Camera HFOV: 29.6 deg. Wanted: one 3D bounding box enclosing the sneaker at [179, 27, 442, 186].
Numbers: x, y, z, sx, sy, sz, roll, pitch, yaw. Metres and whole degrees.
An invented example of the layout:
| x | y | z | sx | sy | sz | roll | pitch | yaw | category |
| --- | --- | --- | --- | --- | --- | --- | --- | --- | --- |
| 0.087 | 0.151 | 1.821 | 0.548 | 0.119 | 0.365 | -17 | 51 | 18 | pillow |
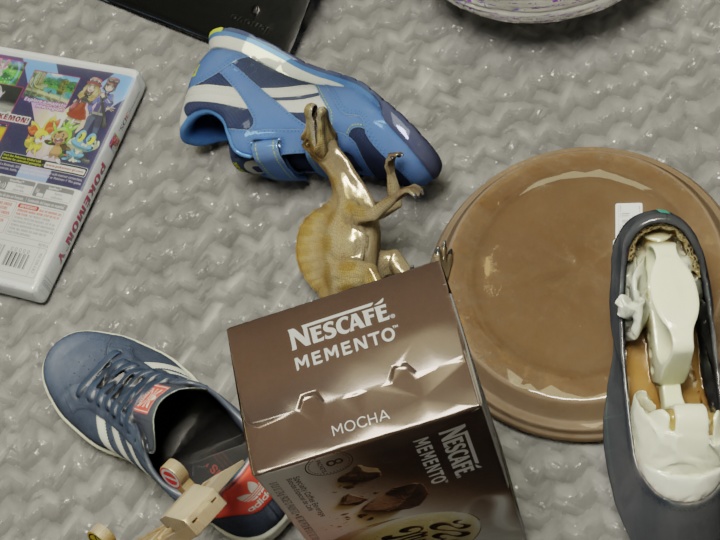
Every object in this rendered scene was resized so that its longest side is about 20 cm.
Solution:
| x | y | z | sx | sy | sz | roll | pitch | yaw | category |
| --- | --- | --- | --- | --- | --- | --- | --- | --- | --- |
| -0.036 | -0.089 | 0.898 | 0.199 | 0.074 | 0.083 | 25 | 76 | 29 | sneaker |

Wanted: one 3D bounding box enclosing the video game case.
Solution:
| x | y | z | sx | sy | sz | roll | pitch | yaw | category |
| --- | --- | --- | --- | --- | --- | --- | --- | --- | --- |
| -0.274 | -0.079 | 0.976 | 0.198 | 0.023 | 0.184 | 12 | 66 | 20 | video game case |

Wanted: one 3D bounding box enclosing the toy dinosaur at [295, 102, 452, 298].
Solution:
| x | y | z | sx | sy | sz | roll | pitch | yaw | category |
| --- | --- | --- | --- | --- | --- | --- | --- | --- | --- |
| 0.000 | 0.000 | 0.837 | 0.100 | 0.058 | 0.203 | 1 | 89 | 32 | toy dinosaur |

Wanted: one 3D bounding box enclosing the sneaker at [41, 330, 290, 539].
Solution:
| x | y | z | sx | sy | sz | roll | pitch | yaw | category |
| --- | --- | --- | --- | --- | --- | --- | --- | --- | --- |
| -0.122 | 0.083 | 0.814 | 0.199 | 0.085 | 0.075 | 28 | 71 | 25 | sneaker |

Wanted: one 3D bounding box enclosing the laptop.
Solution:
| x | y | z | sx | sy | sz | roll | pitch | yaw | category |
| --- | --- | --- | --- | --- | --- | --- | --- | --- | --- |
| -0.074 | -0.269 | 1.038 | 0.186 | 0.117 | 0.200 | 24 | 41 | 23 | laptop |

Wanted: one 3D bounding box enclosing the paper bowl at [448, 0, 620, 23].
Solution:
| x | y | z | sx | sy | sz | roll | pitch | yaw | category |
| --- | --- | --- | --- | --- | --- | --- | --- | --- | --- |
| 0.124 | -0.254 | 0.927 | 0.198 | 0.105 | 0.203 | -6 | 61 | 11 | paper bowl |

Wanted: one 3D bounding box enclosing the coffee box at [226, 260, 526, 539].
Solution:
| x | y | z | sx | sy | sz | roll | pitch | yaw | category |
| --- | --- | --- | --- | --- | --- | --- | --- | --- | --- |
| 0.015 | 0.090 | 0.710 | 0.112 | 0.201 | 0.081 | -16 | 59 | 4 | coffee box |

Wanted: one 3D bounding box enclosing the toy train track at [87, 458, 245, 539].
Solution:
| x | y | z | sx | sy | sz | roll | pitch | yaw | category |
| --- | --- | --- | --- | --- | --- | --- | --- | --- | --- |
| -0.129 | 0.143 | 0.731 | 0.033 | 0.200 | 0.115 | 47 | 53 | -4 | toy train track |

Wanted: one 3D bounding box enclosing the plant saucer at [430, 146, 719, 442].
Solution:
| x | y | z | sx | sy | sz | roll | pitch | yaw | category |
| --- | --- | --- | --- | --- | --- | --- | --- | --- | --- |
| 0.135 | 0.005 | 0.828 | 0.197 | 0.030 | 0.202 | -6 | 60 | 10 | plant saucer |

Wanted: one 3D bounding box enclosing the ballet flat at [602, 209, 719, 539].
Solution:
| x | y | z | sx | sy | sz | roll | pitch | yaw | category |
| --- | --- | --- | --- | --- | --- | --- | --- | --- | --- |
| 0.166 | 0.062 | 0.738 | 0.072 | 0.073 | 0.203 | -4 | 76 | 11 | ballet flat |
